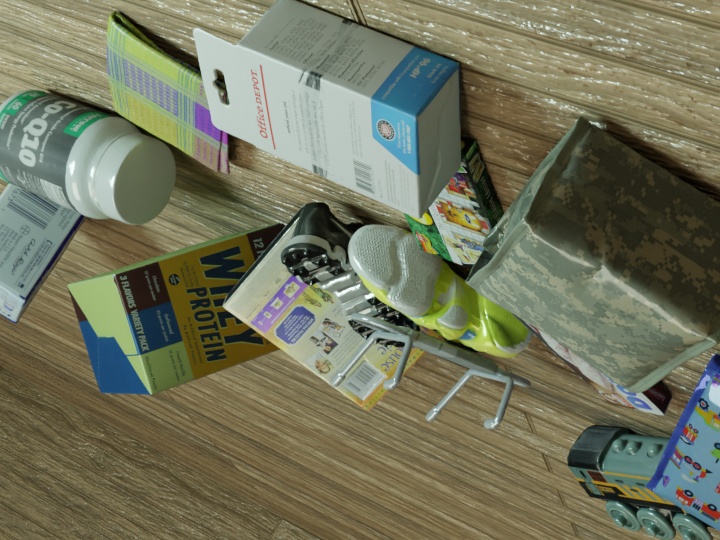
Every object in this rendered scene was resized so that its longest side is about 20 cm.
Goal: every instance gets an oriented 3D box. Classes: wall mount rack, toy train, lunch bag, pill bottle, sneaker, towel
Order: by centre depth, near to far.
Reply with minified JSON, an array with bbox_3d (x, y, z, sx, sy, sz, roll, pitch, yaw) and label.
[{"bbox_3d":[0.178,0.001,1.013,0.164,0.118,0.200,31,157,0],"label":"lunch bag"},{"bbox_3d":[0.354,0.157,1.195,0.150,0.094,0.200,30,153,16],"label":"lunch bag"},{"bbox_3d":[-0.184,-0.167,1.327,0.143,0.023,0.200,32,161,5],"label":"towel"},{"bbox_3d":[0.068,0.030,1.333,0.200,0.076,0.105,33,162,-4],"label":"sneaker"},{"bbox_3d":[0.000,0.000,1.362,0.066,0.091,0.200,-19,136,33],"label":"sneaker"},{"bbox_3d":[0.061,0.106,1.364,0.199,0.075,0.174,23,173,-17],"label":"wall mount rack"},{"bbox_3d":[0.307,0.221,1.429,0.114,0.085,0.200,50,156,-20],"label":"toy train"},{"bbox_3d":[-0.304,-0.122,1.492,0.199,0.113,0.113,20,158,32],"label":"pill bottle"}]

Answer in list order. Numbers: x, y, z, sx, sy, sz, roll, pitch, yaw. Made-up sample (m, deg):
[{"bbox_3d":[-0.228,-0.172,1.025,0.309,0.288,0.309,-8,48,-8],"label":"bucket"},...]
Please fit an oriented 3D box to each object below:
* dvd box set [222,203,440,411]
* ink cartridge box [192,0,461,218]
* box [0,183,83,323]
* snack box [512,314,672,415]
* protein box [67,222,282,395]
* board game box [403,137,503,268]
[{"bbox_3d":[-0.024,0.042,1.439,0.200,0.146,0.029,36,-155,-12],"label":"dvd box set"},{"bbox_3d":[-0.024,-0.133,1.049,0.199,0.068,0.116,25,148,21],"label":"ink cartridge box"},{"bbox_3d":[-0.445,-0.044,1.810,0.105,0.184,0.200,34,162,-10],"label":"box"},{"bbox_3d":[0.210,0.072,1.272,0.200,0.024,0.072,40,160,-34],"label":"snack box"},{"bbox_3d":[-0.195,0.045,1.542,0.198,0.199,0.136,-9,99,63],"label":"protein box"},{"bbox_3d":[0.074,-0.061,1.177,0.105,0.024,0.200,24,160,31],"label":"board game box"}]
